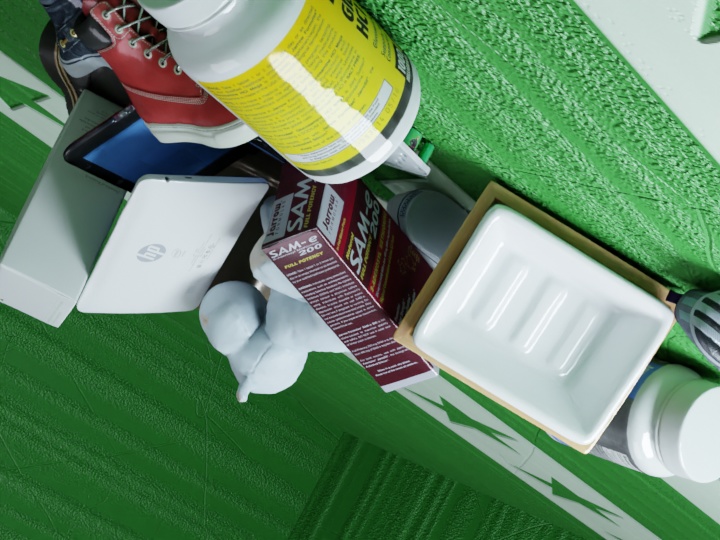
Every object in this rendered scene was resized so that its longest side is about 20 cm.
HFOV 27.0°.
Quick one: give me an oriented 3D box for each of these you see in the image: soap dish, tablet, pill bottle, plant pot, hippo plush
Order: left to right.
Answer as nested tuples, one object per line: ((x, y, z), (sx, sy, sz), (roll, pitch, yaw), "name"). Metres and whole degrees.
((-0.177, -0.021, 1.395), (0.129, 0.014, 0.200), (0, 143, -32), "tablet")
((-0.118, -0.036, 1.559), (0.199, 0.176, 0.200), (28, 171, 5), "plant pot")
((-0.055, -0.152, 0.998), (0.112, 0.113, 0.200), (19, 166, 44), "pill bottle")
((-0.062, 0.040, 1.456), (0.200, 0.161, 0.159), (48, -149, -5), "hippo plush")
((0.150, 0.038, 1.273), (0.199, 0.158, 0.081), (31, -169, -7), "soap dish")
((0.281, 0.142, 1.513), (0.113, 0.114, 0.199), (36, 167, -34), "pill bottle")

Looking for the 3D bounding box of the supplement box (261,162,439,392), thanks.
((0.000, 0.000, 1.311), (0.060, 0.109, 0.200), (-20, 129, 28), "supplement box")

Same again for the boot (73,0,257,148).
((-0.139, -0.168, 1.146), (0.199, 0.073, 0.145), (2, 138, 49), "boot")

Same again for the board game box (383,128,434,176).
((-0.057, -0.156, 1.233), (0.199, 0.026, 0.200), (20, 167, 41), "board game box")

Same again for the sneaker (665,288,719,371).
((0.336, 0.077, 1.224), (0.200, 0.075, 0.088), (42, 180, -16), "sneaker")

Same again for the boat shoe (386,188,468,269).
((0.105, -0.010, 1.408), (0.200, 0.074, 0.065), (45, 169, -23), "boat shoe")

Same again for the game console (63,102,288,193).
((-0.138, -0.092, 1.369), (0.172, 0.119, 0.200), (31, -178, 23), "game console")

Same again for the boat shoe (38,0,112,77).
((-0.242, -0.226, 1.306), (0.091, 0.071, 0.200), (48, 165, -21), "boat shoe")

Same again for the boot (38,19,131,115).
((-0.224, -0.169, 1.500), (0.137, 0.078, 0.200), (20, 168, 19), "boot")

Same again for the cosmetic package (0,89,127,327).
((-0.282, -0.059, 1.460), (0.084, 0.202, 0.108), (25, 158, -13), "cosmetic package")
